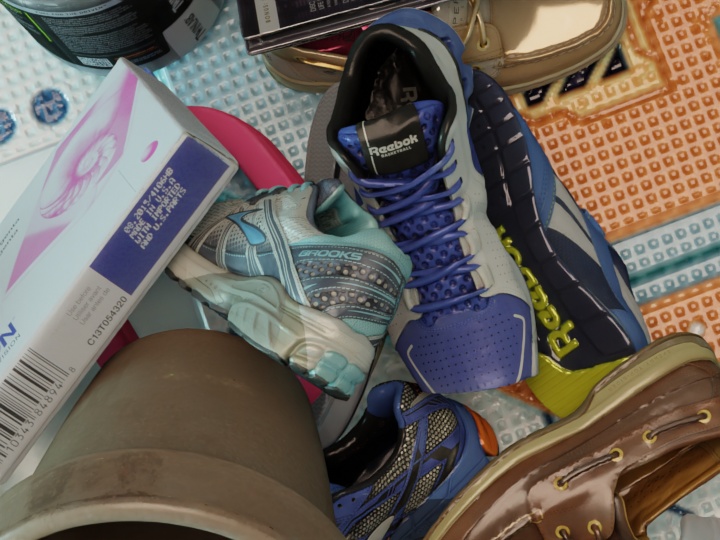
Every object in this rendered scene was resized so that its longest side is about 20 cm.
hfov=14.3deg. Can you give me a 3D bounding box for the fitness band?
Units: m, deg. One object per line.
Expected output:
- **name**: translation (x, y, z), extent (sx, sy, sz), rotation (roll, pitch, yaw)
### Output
- **fitness band**: translation (-0.083, 0.001, 1.502), extent (0.144, 0.037, 0.200), rotation (-46, 54, 11)

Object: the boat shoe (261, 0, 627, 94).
- **boat shoe**: translation (0.042, -0.131, 1.527), extent (0.200, 0.069, 0.074), rotation (-8, 80, 5)

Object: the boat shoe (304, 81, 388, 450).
- **boat shoe**: translation (0.000, 0.000, 1.513), extent (0.072, 0.062, 0.200), rotation (11, 88, 46)

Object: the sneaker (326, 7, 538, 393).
- **sneaker**: translation (0.025, -0.035, 1.412), extent (0.080, 0.115, 0.200), rotation (-14, 86, 12)

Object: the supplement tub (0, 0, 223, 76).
- **supplement tub**: translation (-0.142, -0.179, 1.489), extent (0.122, 0.200, 0.123), rotation (-1, 80, 7)

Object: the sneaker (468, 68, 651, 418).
- **sneaker**: translation (0.088, -0.012, 1.498), extent (0.074, 0.082, 0.200), rotation (-30, 80, 21)

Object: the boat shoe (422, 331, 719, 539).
- **boat shoe**: translation (0.109, 0.114, 1.415), extent (0.200, 0.072, 0.068), rotation (-39, 55, -3)

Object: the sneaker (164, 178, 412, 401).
- **sneaker**: translation (-0.032, -0.005, 1.386), extent (0.078, 0.200, 0.086), rotation (37, 89, -32)

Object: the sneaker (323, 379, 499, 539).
- **sneaker**: translation (-0.019, 0.134, 1.476), extent (0.200, 0.078, 0.075), rotation (-52, 40, -9)

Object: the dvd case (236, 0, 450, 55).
- **dvd case**: translation (0.028, -0.187, 1.524), extent (0.200, 0.016, 0.149), rotation (-14, 42, 3)

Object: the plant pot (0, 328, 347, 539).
- **plant pot**: translation (-0.088, 0.123, 1.374), extent (0.200, 0.200, 0.175), rotation (-1, 41, 6)

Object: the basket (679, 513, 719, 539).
- **basket**: translation (0.194, 0.237, 1.389), extent (0.123, 0.136, 0.200), rotation (11, 106, 5)

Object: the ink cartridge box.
- **ink cartridge box**: translation (-0.156, -0.011, 1.459), extent (0.043, 0.200, 0.196), rotation (34, 95, -25)
